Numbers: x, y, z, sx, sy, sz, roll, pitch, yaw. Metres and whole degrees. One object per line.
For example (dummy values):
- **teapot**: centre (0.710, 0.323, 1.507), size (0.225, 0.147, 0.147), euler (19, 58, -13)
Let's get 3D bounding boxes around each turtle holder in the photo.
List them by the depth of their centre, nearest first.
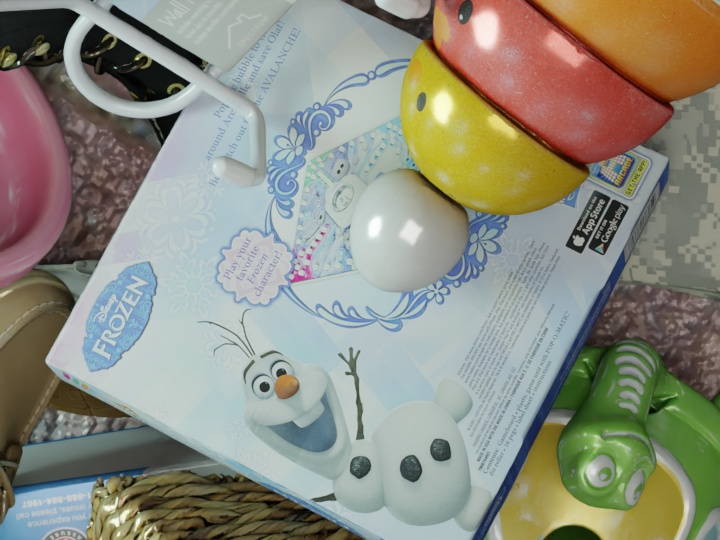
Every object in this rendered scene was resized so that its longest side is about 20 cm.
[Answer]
- **turtle holder**: centre (0.107, 0.102, 1.354), size (0.141, 0.185, 0.132), euler (34, 63, -23)

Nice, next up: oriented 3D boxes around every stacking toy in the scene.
- **stacking toy**: centre (0.065, -0.072, 1.220), size (0.146, 0.146, 0.200), euler (36, 98, -8)

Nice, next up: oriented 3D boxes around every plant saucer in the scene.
- **plant saucer**: centre (-0.223, -0.062, 1.325), size (0.200, 0.201, 0.051), euler (38, 123, -8)

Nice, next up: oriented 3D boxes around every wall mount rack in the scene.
- **wall mount rack**: centre (-0.074, -0.121, 1.197), size (0.173, 0.075, 0.200), euler (29, 127, -24)

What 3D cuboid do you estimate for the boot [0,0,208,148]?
- **boot**: centre (-0.119, -0.095, 1.328), size (0.073, 0.153, 0.205), euler (-11, 100, 43)

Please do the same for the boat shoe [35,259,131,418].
- **boat shoe**: centre (-0.101, 0.025, 1.405), size (0.199, 0.069, 0.071), euler (11, 137, 14)

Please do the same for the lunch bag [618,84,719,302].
- **lunch bag**: centre (0.167, -0.084, 1.341), size (0.167, 0.139, 0.201), euler (2, 100, 2)

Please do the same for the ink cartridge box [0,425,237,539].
- **ink cartridge box**: centre (-0.088, 0.179, 1.425), size (0.146, 0.086, 0.201), euler (-8, 104, 2)

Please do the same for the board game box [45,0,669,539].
- **board game box**: centre (0.000, 0.000, 1.283), size (0.198, 0.043, 0.201), euler (27, 81, 11)

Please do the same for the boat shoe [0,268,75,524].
- **boat shoe**: centre (-0.180, 0.094, 1.339), size (0.071, 0.064, 0.201), euler (29, 96, -49)

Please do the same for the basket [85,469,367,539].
- **basket**: centre (-0.047, 0.204, 1.291), size (0.142, 0.149, 0.201), euler (3, 113, -28)
